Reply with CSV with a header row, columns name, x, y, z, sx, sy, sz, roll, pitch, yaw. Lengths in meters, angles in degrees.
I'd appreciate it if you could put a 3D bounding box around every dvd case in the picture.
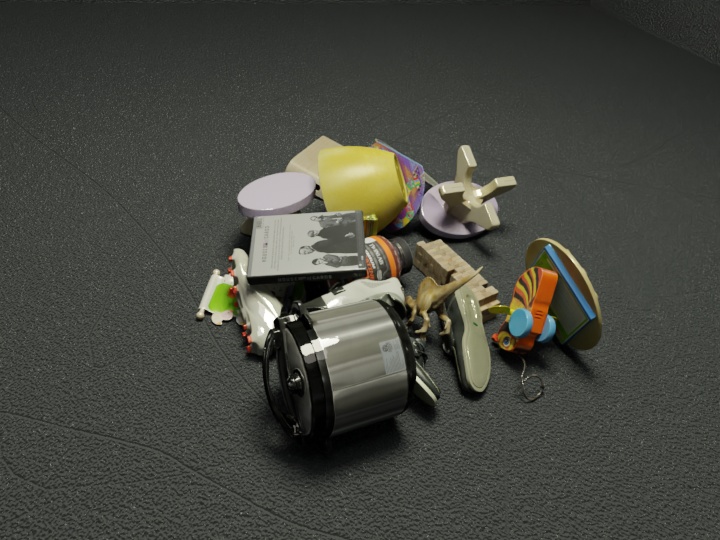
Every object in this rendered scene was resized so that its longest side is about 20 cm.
name,x,y,z,sx,sy,sz,roll,pitch,yaw
dvd case,-0.089,-0.042,1.002,0.195,0.025,0.152,-4,45,1

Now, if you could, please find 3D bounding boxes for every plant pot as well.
name,x,y,z,sx,sy,sz,roll,pitch,yaw
plant pot,0.015,-0.161,1.166,0.139,0.202,0.202,-14,36,12

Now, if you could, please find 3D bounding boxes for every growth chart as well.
name,x,y,z,sx,sy,sz,roll,pitch,yaw
growth chart,-0.188,0.044,1.057,0.195,0.018,0.146,0,39,-7

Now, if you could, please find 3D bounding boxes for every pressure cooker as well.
name,x,y,z,sx,sy,sz,roll,pitch,yaw
pressure cooker,-0.040,0.138,0.828,0.196,0.181,0.177,-12,44,-24

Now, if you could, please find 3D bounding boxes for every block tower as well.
name,x,y,z,sx,sy,sz,roll,pitch,yaw
block tower,0.181,0.015,1.121,0.057,0.055,0.200,-17,44,-29

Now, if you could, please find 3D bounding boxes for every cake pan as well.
name,x,y,z,sx,sy,sz,roll,pitch,yaw
cake pan,0.105,-0.232,1.363,0.198,0.037,0.201,34,15,-10

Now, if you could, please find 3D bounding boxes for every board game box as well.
name,x,y,z,sx,sy,sz,roll,pitch,yaw
board game box,0.043,-0.180,1.261,0.199,0.160,0.039,36,21,33

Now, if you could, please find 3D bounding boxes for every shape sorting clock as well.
name,x,y,z,sx,sy,sz,roll,pitch,yaw
shape sorting clock,0.343,0.040,0.999,0.039,0.202,0.201,-21,44,-14

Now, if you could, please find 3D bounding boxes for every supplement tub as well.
name,x,y,z,sx,sy,sz,roll,pitch,yaw
supplement tub,0.000,0.000,1.068,0.197,0.109,0.107,-21,45,-31

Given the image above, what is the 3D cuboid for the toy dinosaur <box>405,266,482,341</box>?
name,x,y,z,sx,sy,sz,roll,pitch,yaw
toy dinosaur,0.119,0.057,0.977,0.057,0.199,0.103,12,66,-29

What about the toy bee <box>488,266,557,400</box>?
name,x,y,z,sx,sy,sz,roll,pitch,yaw
toy bee,0.260,0.093,0.981,0.130,0.202,0.108,35,-13,-22

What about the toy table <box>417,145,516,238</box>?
name,x,y,z,sx,sy,sz,roll,pitch,yaw
toy table,0.228,-0.154,1.243,0.197,0.117,0.186,-22,77,-27

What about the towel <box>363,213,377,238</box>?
name,x,y,z,sx,sy,sz,roll,pitch,yaw
towel,-0.062,-0.050,1.097,0.196,0.087,0.018,-11,37,-15

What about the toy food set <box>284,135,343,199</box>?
name,x,y,z,sx,sy,sz,roll,pitch,yaw
toy food set,-0.074,-0.241,1.415,0.142,0.061,0.200,30,43,9

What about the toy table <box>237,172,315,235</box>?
name,x,y,z,sx,sy,sz,roll,pitch,yaw
toy table,-0.163,-0.107,1.159,0.182,0.119,0.199,23,36,29

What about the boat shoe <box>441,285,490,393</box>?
name,x,y,z,sx,sy,sz,roll,pitch,yaw
boat shoe,0.172,0.120,0.989,0.071,0.067,0.203,31,39,-32

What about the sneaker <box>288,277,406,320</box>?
name,x,y,z,sx,sy,sz,roll,pitch,yaw
sneaker,-0.021,0.057,0.962,0.196,0.075,0.089,-9,35,10

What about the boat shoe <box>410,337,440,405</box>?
name,x,y,z,sx,sy,sz,roll,pitch,yaw
boat shoe,0.073,0.130,0.936,0.066,0.075,0.199,-35,41,-14

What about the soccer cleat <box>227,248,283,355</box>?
name,x,y,z,sx,sy,sz,roll,pitch,yaw
soccer cleat,-0.173,0.050,0.991,0.076,0.070,0.203,-10,60,-22
